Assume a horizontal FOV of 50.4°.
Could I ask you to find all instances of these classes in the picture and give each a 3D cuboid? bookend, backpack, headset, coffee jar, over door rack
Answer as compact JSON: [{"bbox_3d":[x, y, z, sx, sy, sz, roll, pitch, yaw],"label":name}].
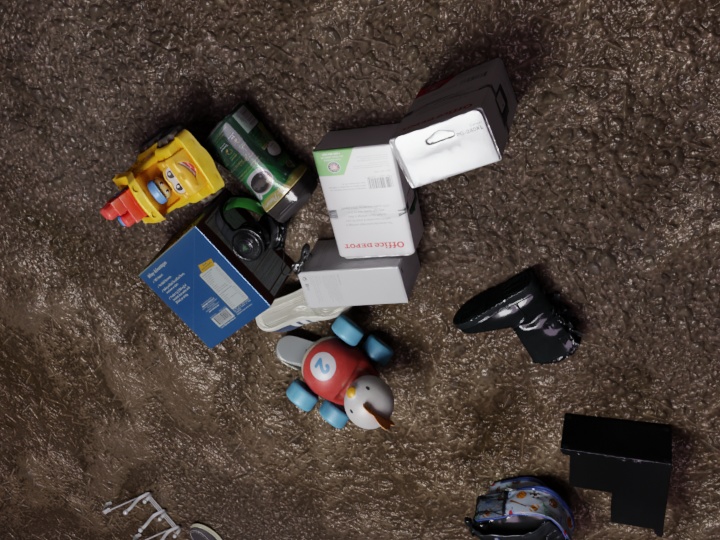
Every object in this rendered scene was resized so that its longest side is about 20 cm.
[{"bbox_3d":[0.486,0.392,1.467,0.193,0.093,0.204,3,125,20],"label":"bookend"},{"bbox_3d":[0.343,0.524,1.572,0.187,0.156,0.201,-17,122,38],"label":"backpack"},{"bbox_3d":[-0.170,-0.070,1.362,0.200,0.123,0.095,45,128,15],"label":"headset"},{"bbox_3d":[-0.171,-0.184,1.329,0.200,0.086,0.104,46,124,-12],"label":"coffee jar"},{"bbox_3d":[-0.603,0.690,2.087,0.197,0.067,0.149,-22,112,31],"label":"over door rack"}]

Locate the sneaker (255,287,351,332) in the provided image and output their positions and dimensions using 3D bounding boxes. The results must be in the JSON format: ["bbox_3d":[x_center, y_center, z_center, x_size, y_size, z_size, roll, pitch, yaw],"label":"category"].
[{"bbox_3d":[-0.105,0.071,1.494,0.194,0.085,0.077,-12,80,4],"label":"sneaker"}]

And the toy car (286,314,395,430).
[{"bbox_3d":[-0.007,0.222,1.415,0.176,0.200,0.186,34,93,-35],"label":"toy car"}]

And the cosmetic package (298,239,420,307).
[{"bbox_3d":[0.000,0.000,1.374,0.195,0.114,0.083,-1,124,23],"label":"cosmetic package"}]

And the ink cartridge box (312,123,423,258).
[{"bbox_3d":[0.018,-0.131,1.295,0.142,0.085,0.204,-1,122,21],"label":"ink cartridge box"}]

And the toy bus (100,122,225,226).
[{"bbox_3d":[-0.353,-0.145,1.321,0.198,0.192,0.137,5,133,58],"label":"toy bus"}]

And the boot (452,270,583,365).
[{"bbox_3d":[0.283,0.102,1.365,0.196,0.074,0.163,-30,112,33],"label":"boot"}]

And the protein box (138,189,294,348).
[{"bbox_3d":[-0.272,0.000,1.459,0.197,0.136,0.201,-33,107,34],"label":"protein box"}]

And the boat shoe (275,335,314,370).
[{"bbox_3d":[-0.080,0.184,1.561,0.195,0.072,0.064,21,161,-4],"label":"boat shoe"}]

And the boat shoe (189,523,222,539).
[{"bbox_3d":[-0.398,0.768,2.064,0.071,0.065,0.203,-17,114,31],"label":"boat shoe"}]

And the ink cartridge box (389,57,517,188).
[{"bbox_3d":[0.141,-0.217,1.119,0.142,0.201,0.085,-15,117,28],"label":"ink cartridge box"}]
